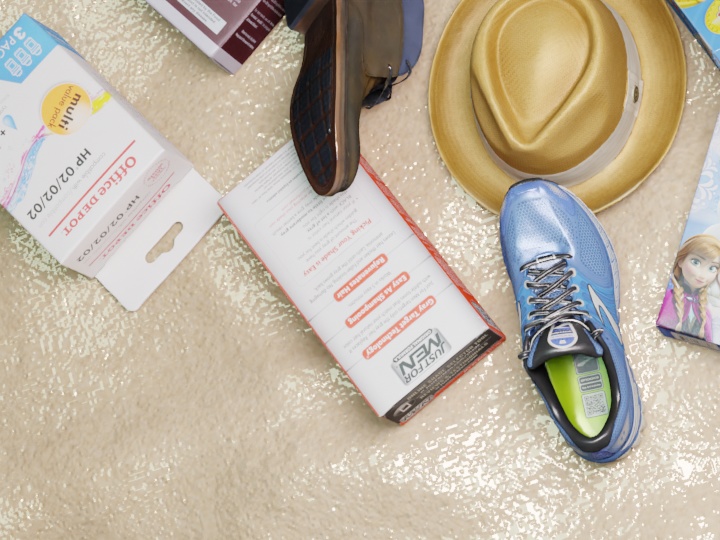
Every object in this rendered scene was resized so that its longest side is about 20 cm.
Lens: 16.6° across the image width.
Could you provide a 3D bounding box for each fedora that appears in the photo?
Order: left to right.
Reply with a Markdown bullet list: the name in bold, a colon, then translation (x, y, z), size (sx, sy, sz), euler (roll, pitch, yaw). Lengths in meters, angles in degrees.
- **fedora**: translation (0.129, -0.135, 1.707), size (0.200, 0.082, 0.201), euler (-3, 80, 16)

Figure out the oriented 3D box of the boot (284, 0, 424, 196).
- **boot**: translation (0.006, -0.136, 1.716), size (0.075, 0.097, 0.201), euler (-41, 45, 50)

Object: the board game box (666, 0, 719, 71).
- **board game box**: translation (0.289, -0.235, 1.644), size (0.200, 0.056, 0.196), euler (-35, 40, 7)

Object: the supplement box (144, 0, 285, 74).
- **supplement box**: translation (-0.074, -0.256, 1.798), size (0.109, 0.061, 0.200), euler (42, 94, 17)

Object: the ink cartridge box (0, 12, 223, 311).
- **ink cartridge box**: translation (-0.207, -0.078, 1.801), size (0.200, 0.068, 0.115), euler (43, 94, 18)

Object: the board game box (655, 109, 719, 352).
- **board game box**: translation (0.322, -0.027, 1.654), size (0.199, 0.043, 0.200), euler (15, 83, 18)

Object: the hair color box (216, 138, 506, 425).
- **hair color box**: translation (0.000, 0.000, 1.732), size (0.101, 0.061, 0.200), euler (-39, 72, 6)

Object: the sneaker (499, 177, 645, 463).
- **sneaker**: translation (0.143, 0.032, 1.660), size (0.078, 0.089, 0.201), euler (-19, 84, 10)
